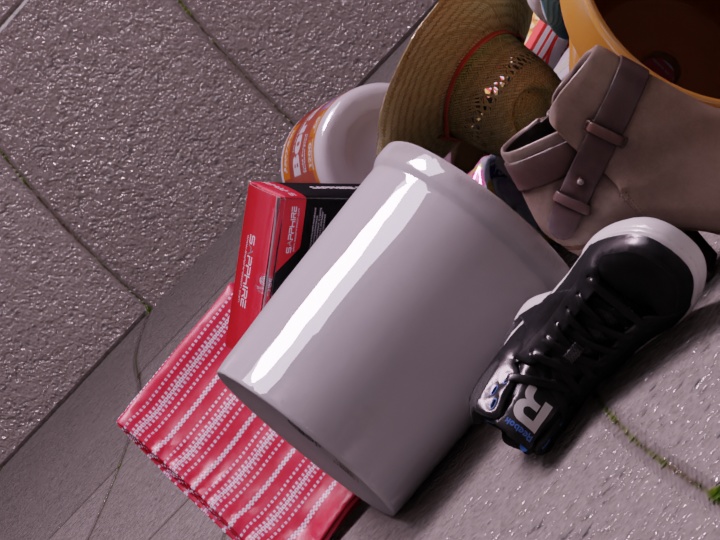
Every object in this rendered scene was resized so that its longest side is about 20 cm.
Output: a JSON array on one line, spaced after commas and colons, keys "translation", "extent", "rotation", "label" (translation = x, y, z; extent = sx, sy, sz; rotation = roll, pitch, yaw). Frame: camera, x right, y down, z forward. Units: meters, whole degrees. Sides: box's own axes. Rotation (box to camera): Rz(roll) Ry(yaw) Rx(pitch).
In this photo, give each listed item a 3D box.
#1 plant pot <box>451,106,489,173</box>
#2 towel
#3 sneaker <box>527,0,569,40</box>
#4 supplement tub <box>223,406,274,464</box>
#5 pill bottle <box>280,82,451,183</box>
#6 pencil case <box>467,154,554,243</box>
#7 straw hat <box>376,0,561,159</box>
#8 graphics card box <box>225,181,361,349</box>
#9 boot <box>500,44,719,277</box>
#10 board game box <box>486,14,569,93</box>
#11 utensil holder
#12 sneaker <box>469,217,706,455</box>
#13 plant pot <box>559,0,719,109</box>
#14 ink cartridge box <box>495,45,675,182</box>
[{"translation": [0.114, -0.128, 1.857], "extent": [0.200, 0.027, 0.200], "rotation": [-45, -29, -33], "label": "plant pot"}, {"translation": [-0.074, 0.119, 1.576], "extent": [0.145, 0.200, 0.022], "rotation": [-49, -26, -1], "label": "towel"}, {"translation": [0.153, -0.219, 1.518], "extent": [0.077, 0.081, 0.200], "rotation": [-53, -13, 22], "label": "sneaker"}, {"translation": [-0.040, 0.069, 1.655], "extent": [0.201, 0.107, 0.107], "rotation": [-70, 15, -14], "label": "supplement tub"}, {"translation": [-0.004, -0.088, 1.762], "extent": [0.112, 0.112, 0.200], "rotation": [-50, 9, -11], "label": "pill bottle"}, {"translation": [0.077, -0.011, 1.694], "extent": [0.200, 0.083, 0.091], "rotation": [-40, 38, 39], "label": "pencil case"}, {"translation": [0.100, -0.123, 1.525], "extent": [0.201, 0.085, 0.201], "rotation": [-46, -23, -26], "label": "straw hat"}, {"translation": [0.000, 0.000, 1.569], "extent": [0.051, 0.200, 0.126], "rotation": [24, 110, 50], "label": "graphics card box"}, {"translation": [0.186, -0.078, 1.258], "extent": [0.200, 0.146, 0.070], "rotation": [-44, 8, 22], "label": "boot"}, {"translation": [0.186, -0.221, 1.777], "extent": [0.151, 0.046, 0.200], "rotation": [9, -65, -55], "label": "board game box"}, {"translation": [0.022, 0.040, 1.461], "extent": [0.200, 0.170, 0.170], "rotation": [-50, 9, -9], "label": "utensil holder"}, {"translation": [0.128, 0.052, 1.258], "extent": [0.112, 0.073, 0.200], "rotation": [-57, 4, -28], "label": "sneaker"}, {"translation": [0.216, -0.159, 1.396], "extent": [0.200, 0.200, 0.183], "rotation": [-51, -6, -20], "label": "plant pot"}, {"translation": [0.206, -0.144, 1.636], "extent": [0.145, 0.083, 0.200], "rotation": [-39, 13, 44], "label": "ink cartridge box"}]
